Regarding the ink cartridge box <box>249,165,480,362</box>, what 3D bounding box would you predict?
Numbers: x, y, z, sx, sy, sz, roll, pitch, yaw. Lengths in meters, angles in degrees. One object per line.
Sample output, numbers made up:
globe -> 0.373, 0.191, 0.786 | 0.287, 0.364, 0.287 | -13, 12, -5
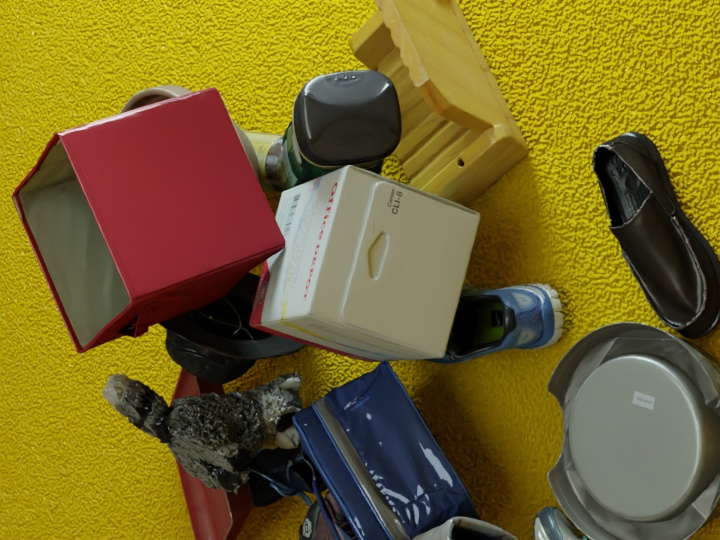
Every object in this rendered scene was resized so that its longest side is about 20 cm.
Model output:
ink cartridge box -> 0.000, 0.000, 1.520 | 0.200, 0.143, 0.147 | 169, 118, -70

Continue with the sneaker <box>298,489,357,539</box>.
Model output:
sneaker -> -0.004, 0.280, 1.644 | 0.199, 0.075, 0.117 | -17, 74, 43

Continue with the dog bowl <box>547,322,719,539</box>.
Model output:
dog bowl -> 0.253, 0.146, 1.401 | 0.199, 0.058, 0.203 | 0, 90, 44

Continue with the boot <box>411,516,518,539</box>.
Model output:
boot -> 0.138, 0.293, 1.428 | 0.096, 0.199, 0.074 | -46, 16, 56

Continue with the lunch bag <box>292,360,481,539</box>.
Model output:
lunch bag -> 0.022, 0.208, 1.543 | 0.131, 0.136, 0.201 | -31, 61, -3

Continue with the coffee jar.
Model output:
coffee jar -> -0.019, -0.131, 1.528 | 0.200, 0.103, 0.087 | 135, 127, -80

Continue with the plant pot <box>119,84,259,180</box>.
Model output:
plant pot -> -0.174, -0.103, 1.711 | 0.200, 0.092, 0.204 | 17, 115, 42

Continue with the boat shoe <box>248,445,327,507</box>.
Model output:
boat shoe -> -0.062, 0.207, 1.690 | 0.200, 0.083, 0.069 | -45, 51, 37

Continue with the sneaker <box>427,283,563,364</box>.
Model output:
sneaker -> 0.097, 0.049, 1.530 | 0.199, 0.088, 0.080 | -14, 80, 48

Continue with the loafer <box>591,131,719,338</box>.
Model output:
loafer -> 0.250, -0.030, 1.394 | 0.073, 0.071, 0.202 | -41, 62, 36

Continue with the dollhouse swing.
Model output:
dollhouse swing -> 0.039, -0.174, 1.530 | 0.181, 0.175, 0.202 | -40, 65, 36

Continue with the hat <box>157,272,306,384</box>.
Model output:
hat -> -0.147, 0.073, 1.697 | 0.200, 0.199, 0.082 | 35, 119, 38

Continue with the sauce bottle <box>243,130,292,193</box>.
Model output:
sauce bottle -> -0.136, -0.126, 1.779 | 0.199, 0.064, 0.066 | 11, 98, 45

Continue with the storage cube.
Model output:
storage cube -> -0.208, -0.047, 1.549 | 0.171, 0.178, 0.202 | -35, 78, 57

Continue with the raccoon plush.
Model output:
raccoon plush -> -0.147, 0.129, 1.634 | 0.200, 0.135, 0.097 | 42, 148, -12

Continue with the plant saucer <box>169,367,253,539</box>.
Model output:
plant saucer -> -0.167, 0.216, 1.773 | 0.200, 0.036, 0.202 | 116, 141, -60

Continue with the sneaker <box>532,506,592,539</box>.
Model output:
sneaker -> 0.236, 0.281, 1.422 | 0.086, 0.077, 0.200 | -47, 60, 13
